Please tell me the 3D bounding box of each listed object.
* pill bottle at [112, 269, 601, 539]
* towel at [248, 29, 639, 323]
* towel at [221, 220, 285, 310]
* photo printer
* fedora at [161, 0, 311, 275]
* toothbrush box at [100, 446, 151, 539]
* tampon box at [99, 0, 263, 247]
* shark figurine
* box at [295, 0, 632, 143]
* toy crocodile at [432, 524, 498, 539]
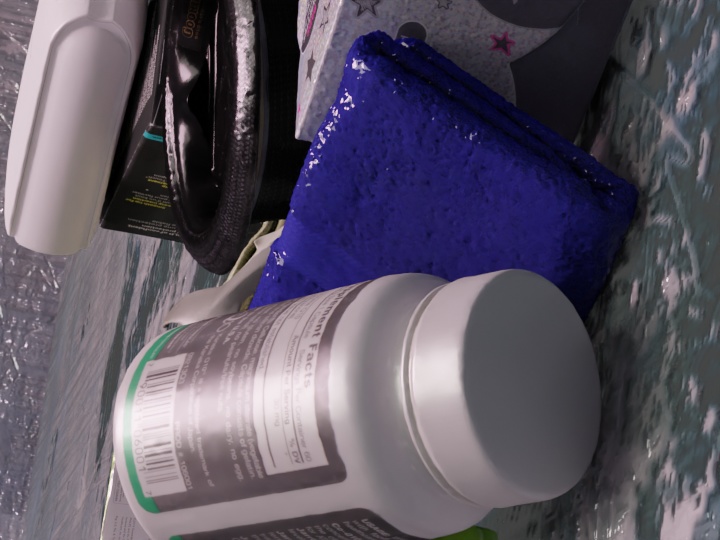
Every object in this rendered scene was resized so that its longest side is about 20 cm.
[{"bbox_3d":[-0.003,0.063,1.029,0.199,0.113,0.114,-13,62,40],"label":"pill bottle"},{"bbox_3d":[0.033,-0.001,1.074,0.050,0.147,0.201,-46,-16,-46],"label":"towel"},{"bbox_3d":[-0.070,0.023,1.551,0.149,0.036,0.200,-61,-6,-15],"label":"towel"},{"bbox_3d":[-0.192,-0.136,1.620,0.167,0.069,0.201,-96,20,-54],"label":"photo printer"},{"bbox_3d":[-0.049,-0.099,1.327,0.200,0.091,0.202,178,90,-71],"label":"fedora"},{"bbox_3d":[-0.114,0.172,1.558,0.200,0.085,0.147,89,-172,-73],"label":"toothbrush box"},{"bbox_3d":[-0.084,-0.105,1.619,0.200,0.149,0.127,131,148,-66],"label":"tampon box"},{"bbox_3d":[-0.004,-0.003,1.285,0.214,0.090,0.128,-28,-19,-51],"label":"shark figurine"},{"bbox_3d":[0.054,-0.152,1.077,0.115,0.131,0.201,-90,16,-52],"label":"box"},{"bbox_3d":[0.020,0.155,1.133,0.200,0.061,0.068,140,140,-71],"label":"toy crocodile"}]
